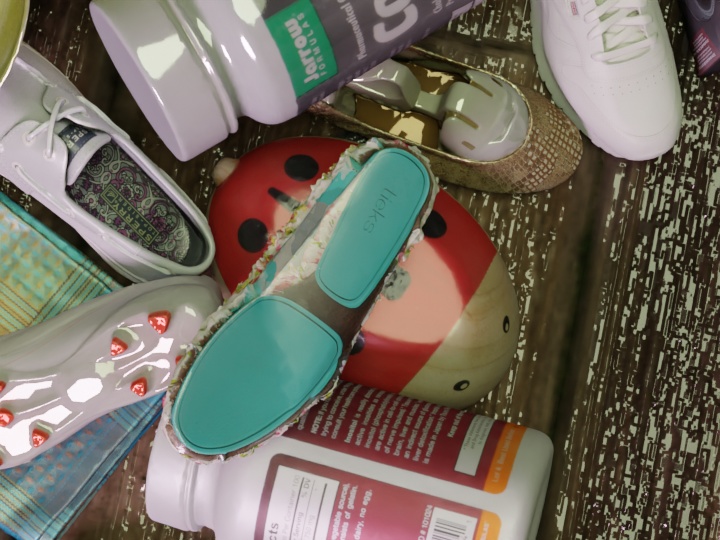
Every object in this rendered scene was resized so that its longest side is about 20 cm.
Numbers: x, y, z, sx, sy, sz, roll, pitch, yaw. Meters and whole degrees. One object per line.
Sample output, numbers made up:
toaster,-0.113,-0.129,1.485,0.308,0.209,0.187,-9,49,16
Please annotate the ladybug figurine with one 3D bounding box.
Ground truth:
ladybug figurine,0.000,0.000,1.010,0.200,0.072,0.136,33,82,0

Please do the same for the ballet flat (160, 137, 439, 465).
ballet flat,-0.030,0.018,0.934,0.076,0.064,0.200,42,76,-10

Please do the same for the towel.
towel,-0.207,0.042,1.016,0.200,0.022,0.147,39,81,1

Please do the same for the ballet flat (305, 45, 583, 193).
ballet flat,0.033,-0.095,1.027,0.199,0.065,0.071,17,82,-2

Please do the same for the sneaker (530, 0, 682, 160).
sneaker,0.134,-0.159,1.035,0.076,0.081,0.201,-19,86,-8

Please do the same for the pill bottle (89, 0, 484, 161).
pill bottle,-0.031,-0.147,0.947,0.200,0.113,0.113,-32,86,-9

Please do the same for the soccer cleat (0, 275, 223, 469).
soccer cleat,-0.161,0.055,0.979,0.199,0.078,0.070,-19,105,13

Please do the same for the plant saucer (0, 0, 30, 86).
plant saucer,-0.253,-0.157,0.908,0.199,0.031,0.201,4,112,11

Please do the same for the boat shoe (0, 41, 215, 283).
boat shoe,-0.157,-0.062,0.974,0.200,0.068,0.072,49,68,-20

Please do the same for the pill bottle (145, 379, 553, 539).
pill bottle,-0.006,0.116,0.967,0.199,0.113,0.114,14,82,10

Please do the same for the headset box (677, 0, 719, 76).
headset box,0.217,-0.206,1.012,0.077,0.149,0.201,-13,85,-5
